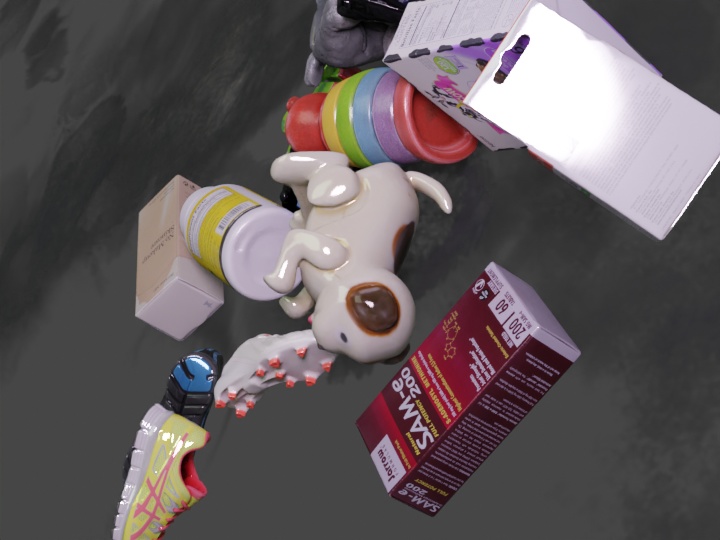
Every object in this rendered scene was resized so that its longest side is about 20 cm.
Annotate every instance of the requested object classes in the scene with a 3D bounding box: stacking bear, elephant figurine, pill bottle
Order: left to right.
[{"bbox_3d":[-0.146,-0.042,1.496,0.112,0.111,0.200,-59,32,0],"label":"pill bottle"},{"bbox_3d":[0.005,-0.158,1.317,0.199,0.122,0.114,-2,25,41],"label":"stacking bear"},{"bbox_3d":[0.049,-0.291,1.437,0.155,0.198,0.143,137,137,-70],"label":"elephant figurine"}]

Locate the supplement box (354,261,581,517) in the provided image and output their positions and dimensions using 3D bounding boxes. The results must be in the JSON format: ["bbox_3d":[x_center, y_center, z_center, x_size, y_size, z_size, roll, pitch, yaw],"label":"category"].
[{"bbox_3d":[0.090,0.104,1.098,0.200,0.061,0.109,-51,33,14],"label":"supplement box"}]

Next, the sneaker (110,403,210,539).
[{"bbox_3d":[-0.220,0.256,1.392,0.078,0.090,0.202,-57,-18,-80],"label":"sneaker"}]

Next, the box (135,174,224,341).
[{"bbox_3d":[-0.236,-0.018,1.632,0.095,0.078,0.201,-40,36,26],"label":"box"}]

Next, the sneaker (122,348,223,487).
[{"bbox_3d":[-0.211,0.182,1.460,0.201,0.073,0.082,-60,-3,13],"label":"sneaker"}]

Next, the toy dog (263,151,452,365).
[{"bbox_3d":[0.000,0.000,1.242,0.140,0.192,0.201,90,176,-59],"label":"toy dog"}]

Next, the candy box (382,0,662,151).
[{"bbox_3d":[0.147,-0.188,1.157,0.199,0.167,0.072,2,63,55],"label":"candy box"}]

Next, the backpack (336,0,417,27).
[{"bbox_3d":[0.096,-0.305,1.301,0.154,0.199,0.163,-62,-1,-26],"label":"backpack"}]

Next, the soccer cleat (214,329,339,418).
[{"bbox_3d":[-0.094,0.094,1.357,0.200,0.069,0.078,-31,39,42],"label":"soccer cleat"}]

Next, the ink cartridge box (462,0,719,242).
[{"bbox_3d":[0.195,-0.124,1.027,0.109,0.199,0.050,-55,-10,5],"label":"ink cartridge box"}]

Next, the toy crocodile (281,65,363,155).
[{"bbox_3d":[-0.038,-0.203,1.520,0.062,0.067,0.201,13,75,56],"label":"toy crocodile"}]

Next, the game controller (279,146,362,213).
[{"bbox_3d":[-0.036,-0.087,1.416,0.200,0.042,0.105,34,125,54],"label":"game controller"}]
